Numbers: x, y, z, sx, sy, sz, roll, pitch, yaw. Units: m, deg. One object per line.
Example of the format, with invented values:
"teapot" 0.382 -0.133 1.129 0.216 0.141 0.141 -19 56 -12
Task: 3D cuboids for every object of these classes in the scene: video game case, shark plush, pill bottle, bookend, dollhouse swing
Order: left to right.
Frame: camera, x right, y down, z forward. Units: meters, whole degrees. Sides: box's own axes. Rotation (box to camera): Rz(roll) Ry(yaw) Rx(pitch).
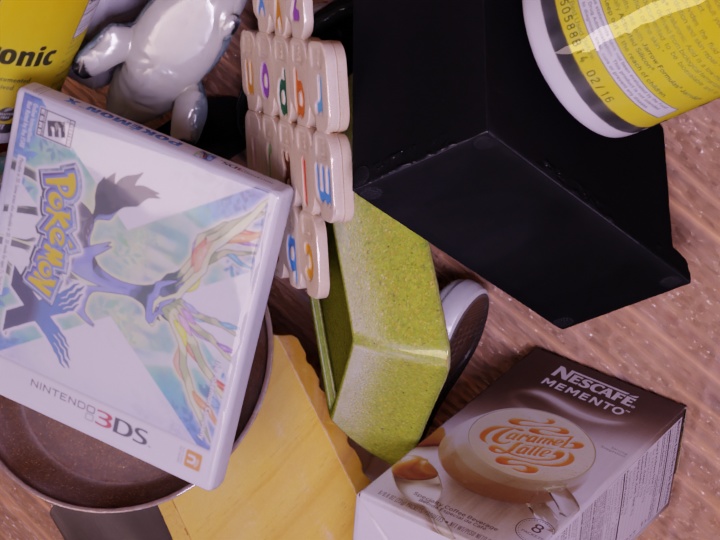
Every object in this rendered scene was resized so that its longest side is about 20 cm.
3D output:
"pill bottle" -0.212 -0.182 1.300 0.111 0.111 0.200 42 131 13
"video game case" -0.143 0.010 1.277 0.182 0.022 0.201 22 114 18
"shark plush" -0.108 -0.172 1.340 0.091 0.083 0.200 26 108 -3
"dollhouse swing" -0.029 0.153 1.414 0.176 0.182 0.200 -42 59 24
"bookend" 0.091 -0.103 1.207 0.092 0.199 0.201 -22 54 33
"pill bottle" 0.192 -0.153 1.095 0.200 0.111 0.112 -23 98 36

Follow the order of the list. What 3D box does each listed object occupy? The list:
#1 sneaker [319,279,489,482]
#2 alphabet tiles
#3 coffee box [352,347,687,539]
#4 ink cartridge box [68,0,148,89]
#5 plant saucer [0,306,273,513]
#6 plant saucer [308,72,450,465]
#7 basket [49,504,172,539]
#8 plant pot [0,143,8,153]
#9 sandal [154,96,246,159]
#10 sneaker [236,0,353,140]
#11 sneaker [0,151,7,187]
"sneaker" 0.015 0.067 1.393 0.085 0.073 0.200 39 132 12
"alphabet tiles" -0.038 -0.087 1.231 0.200 0.015 0.196 -154 60 -71
"coffee box" 0.097 0.137 1.279 0.114 0.200 0.080 21 125 27
"ink cartridge box" -0.191 -0.243 1.385 0.146 0.084 0.200 28 128 24
"plant saucer" -0.149 0.060 1.353 0.200 0.201 0.037 32 169 21
"plant saucer" 0.000 0.000 1.268 0.200 0.048 0.201 105 156 -66
"basket" -0.125 0.225 1.550 0.200 0.136 0.180 54 154 7
"plant pot" -0.332 -0.022 1.550 0.199 0.176 0.201 21 123 29
"sandal" -0.150 -0.067 1.368 0.075 0.200 0.045 31 147 39
"sneaker" -0.023 -0.130 1.310 0.080 0.086 0.200 55 134 3
"sneaker" -0.246 -0.050 1.341 0.075 0.088 0.200 45 157 6
